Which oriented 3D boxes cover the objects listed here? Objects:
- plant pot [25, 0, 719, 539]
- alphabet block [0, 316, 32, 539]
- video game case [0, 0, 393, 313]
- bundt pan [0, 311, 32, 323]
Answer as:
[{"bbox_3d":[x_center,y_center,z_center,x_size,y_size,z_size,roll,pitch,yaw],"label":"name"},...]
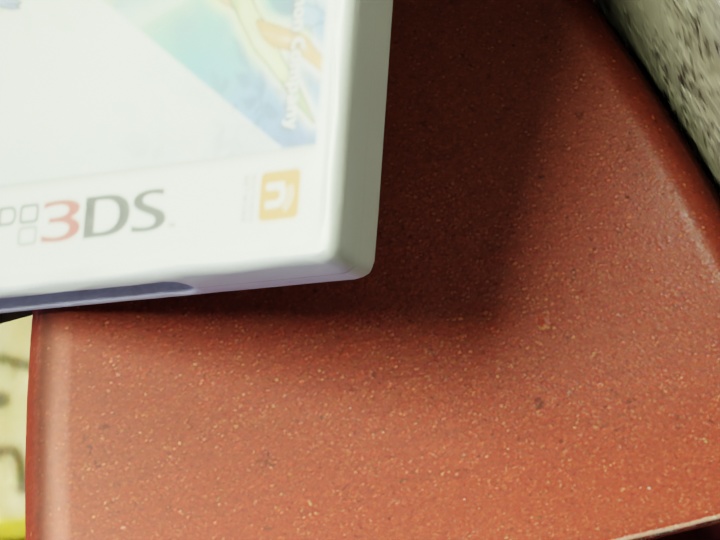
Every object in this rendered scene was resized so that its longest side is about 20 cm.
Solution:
[{"bbox_3d":[0.010,0.030,0.810,0.200,0.199,0.177,79,179,-67],"label":"plant pot"},{"bbox_3d":[-0.116,0.017,1.151,0.195,0.196,0.201,26,-119,-64],"label":"alphabet block"},{"bbox_3d":[-0.070,-0.089,0.745,0.022,0.182,0.200,25,-115,-53],"label":"video game case"},{"bbox_3d":[-0.102,-0.081,0.947,0.202,0.076,0.202,173,90,-69],"label":"bundt pan"}]
